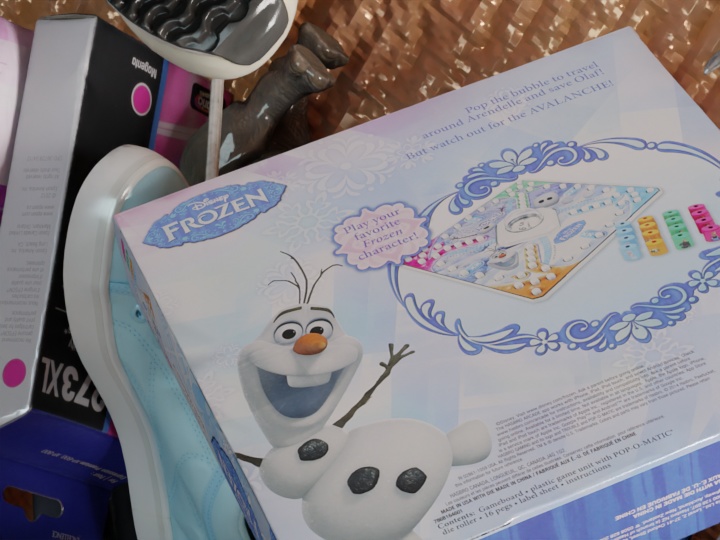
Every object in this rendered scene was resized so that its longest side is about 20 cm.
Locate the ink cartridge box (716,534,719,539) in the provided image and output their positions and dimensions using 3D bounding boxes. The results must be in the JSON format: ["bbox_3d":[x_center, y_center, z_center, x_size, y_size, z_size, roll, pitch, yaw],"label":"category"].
[{"bbox_3d":[0.144,0.186,0.796,0.145,0.083,0.200,33,100,20],"label":"ink cartridge box"}]

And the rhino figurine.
[{"bbox_3d":[0.000,0.000,0.938,0.087,0.060,0.200,-47,60,19],"label":"rhino figurine"}]

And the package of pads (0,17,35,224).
[{"bbox_3d":[-0.180,-0.060,0.984,0.120,0.200,0.076,-5,80,31],"label":"package of pads"}]

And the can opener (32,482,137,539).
[{"bbox_3d":[-0.104,0.161,1.004,0.078,0.063,0.201,-17,79,34],"label":"can opener"}]

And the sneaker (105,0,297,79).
[{"bbox_3d":[-0.063,-0.117,0.904,0.070,0.093,0.200,-47,44,1],"label":"sneaker"}]

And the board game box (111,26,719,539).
[{"bbox_3d":[0.043,0.017,0.807,0.200,0.043,0.199,-20,42,-10],"label":"board game box"}]

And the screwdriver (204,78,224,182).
[{"bbox_3d":[-0.053,-0.071,0.941,0.200,0.028,0.029,-91,17,-46],"label":"screwdriver"}]

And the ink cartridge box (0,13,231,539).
[{"bbox_3d":[-0.103,0.010,0.966,0.037,0.095,0.201,3,77,32],"label":"ink cartridge box"}]

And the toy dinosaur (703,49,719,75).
[{"bbox_3d":[0.187,-0.079,0.827,0.105,0.199,0.182,134,149,-67],"label":"toy dinosaur"}]

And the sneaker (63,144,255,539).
[{"bbox_3d":[-0.049,0.043,0.937,0.082,0.074,0.200,9,130,30],"label":"sneaker"}]

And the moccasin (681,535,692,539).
[{"bbox_3d":[0.078,0.083,0.848,0.068,0.081,0.200,20,68,10],"label":"moccasin"}]
